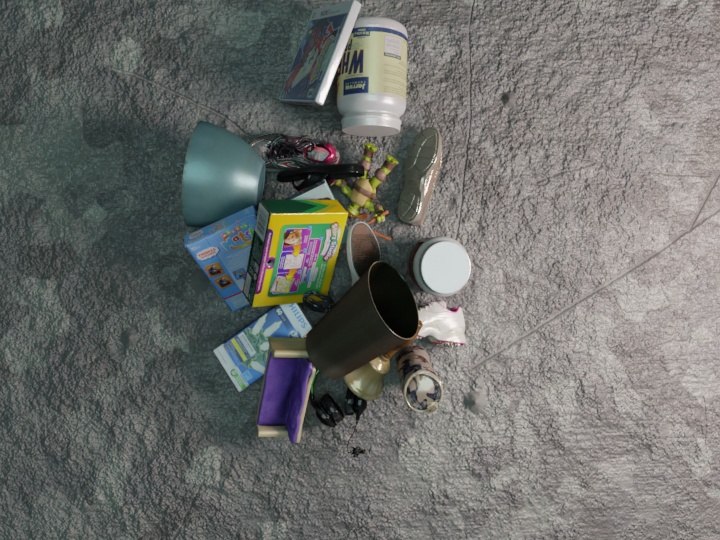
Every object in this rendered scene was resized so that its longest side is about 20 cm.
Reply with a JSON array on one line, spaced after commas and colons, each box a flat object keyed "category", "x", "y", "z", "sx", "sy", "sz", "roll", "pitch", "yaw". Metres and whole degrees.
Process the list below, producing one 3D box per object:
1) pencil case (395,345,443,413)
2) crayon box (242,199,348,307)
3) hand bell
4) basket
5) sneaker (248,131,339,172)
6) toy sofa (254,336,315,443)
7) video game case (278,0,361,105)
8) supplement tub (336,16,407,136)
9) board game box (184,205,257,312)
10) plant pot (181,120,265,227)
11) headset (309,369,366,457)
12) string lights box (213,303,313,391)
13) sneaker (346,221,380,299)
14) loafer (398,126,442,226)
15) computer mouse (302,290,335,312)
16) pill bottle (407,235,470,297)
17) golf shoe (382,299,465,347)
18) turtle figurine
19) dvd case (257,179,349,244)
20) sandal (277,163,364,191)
[{"category": "pencil case", "x": 0.115, "y": 0.214, "z": 1.281, "sx": 0.077, "sy": 0.200, "sz": 0.090, "roll": -35, "pitch": 98, "yaw": 4}, {"category": "crayon box", "x": -0.127, "y": -0.034, "z": 1.255, "sx": 0.169, "sy": 0.058, "sz": 0.204, "roll": -5, "pitch": 124, "yaw": -35}, {"category": "hand bell", "x": 0.058, "y": 0.161, "z": 1.278, "sx": 0.104, "sy": 0.104, "sz": 0.200, "roll": 42, "pitch": 126, "yaw": -1}, {"category": "basket", "x": -0.003, "y": 0.109, "z": 1.231, "sx": 0.135, "sy": 0.183, "sz": 0.199, "roll": 35, "pitch": 122, "yaw": -25}, {"category": "sneaker", "x": -0.141, "y": -0.247, "z": 1.326, "sx": 0.194, "sy": 0.075, "sz": 0.083, "roll": 0, "pitch": 92, "yaw": 0}, {"category": "toy sofa", "x": -0.154, "y": 0.242, "z": 1.290, "sx": 0.081, "sy": 0.098, "sz": 0.205, "roll": 5, "pitch": 114, "yaw": -21}, {"category": "video game case", "x": -0.085, "y": -0.427, "z": 1.278, "sx": 0.023, "sy": 0.181, "sz": 0.205, "roll": 20, "pitch": 92, "yaw": -33}, {"category": "supplement tub", "x": 0.023, "y": -0.381, "z": 1.289, "sx": 0.140, "sy": 0.145, "sz": 0.206, "roll": 1, "pitch": 91, "yaw": -1}, {"category": "board game box", "x": -0.235, "y": -0.018, "z": 1.284, "sx": 0.148, "sy": 0.037, "sz": 0.202, "roll": -22, "pitch": 134, "yaw": 4}, {"category": "plant pot", "x": -0.258, "y": -0.178, "z": 1.265, "sx": 0.131, "sy": 0.200, "sz": 0.206, "roll": 9, "pitch": 92, "yaw": -3}, {"category": "headset", "x": -0.038, "y": 0.281, "z": 1.333, "sx": 0.120, "sy": 0.094, "sz": 0.205, "roll": -19, "pitch": 81, "yaw": 0}, {"category": "string lights box", "x": -0.194, "y": 0.148, "z": 1.344, "sx": 0.198, "sy": 0.059, "sz": 0.104, "roll": -35, "pitch": 91, "yaw": 0}, {"category": "sneaker", "x": 0.000, "y": 0.000, "z": 1.321, "sx": 0.071, "sy": 0.084, "sz": 0.206, "roll": -19, "pitch": 106, "yaw": -25}, {"category": "loafer", "x": 0.128, "y": -0.193, "z": 1.347, "sx": 0.070, "sy": 0.062, "sz": 0.205, "roll": 15, "pitch": 88, "yaw": 32}, {"category": "computer mouse", "x": -0.042, "y": 0.101, "z": 1.329, "sx": 0.058, "sy": 0.034, "sz": 0.199, "roll": -39, "pitch": 118, "yaw": 17}, {"category": "pill bottle", "x": 0.154, "y": -0.008, "z": 1.274, "sx": 0.111, "sy": 0.200, "sz": 0.118, "roll": 0, "pitch": 92, "yaw": 0}, {"category": "golf shoe", "x": 0.130, "y": 0.102, "z": 1.334, "sx": 0.195, "sy": 0.075, "sz": 0.094, "roll": 13, "pitch": 79, "yaw": -23}, {"category": "turtle figurine", "x": 0.016, "y": -0.165, "z": 1.329, "sx": 0.198, "sy": 0.064, "sz": 0.164, "roll": 36, "pitch": 107, "yaw": 21}, {"category": "dvd case", "x": -0.129, "y": -0.081, "z": 1.310, "sx": 0.196, "sy": 0.022, "sz": 0.148, "roll": -23, "pitch": 124, "yaw": 7}, {"category": "sandal", "x": -0.085, "y": -0.182, "z": 1.301, "sx": 0.195, "sy": 0.075, "sz": 0.050, "roll": -1, "pitch": 88, "yaw": 26}]
